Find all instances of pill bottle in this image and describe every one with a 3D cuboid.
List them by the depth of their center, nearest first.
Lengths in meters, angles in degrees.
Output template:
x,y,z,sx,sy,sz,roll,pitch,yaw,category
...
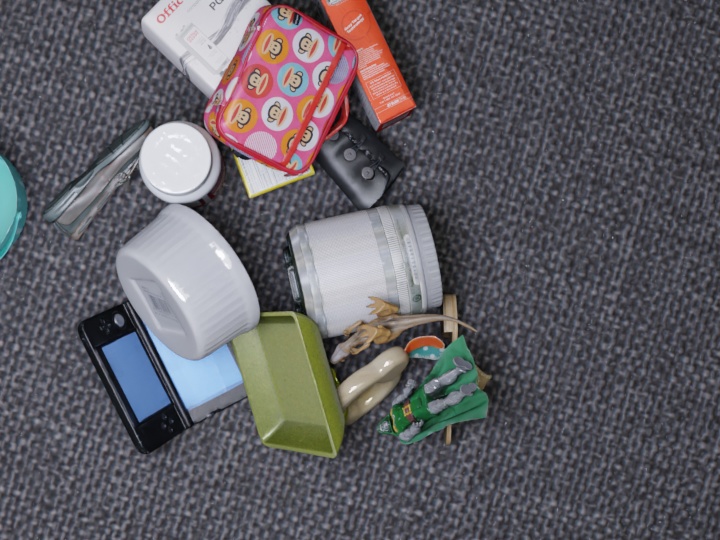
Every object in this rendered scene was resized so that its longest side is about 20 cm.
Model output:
x,y,z,sx,sy,sz,roll,pitch,yaw,category
-0.240,-0.142,1.605,0.108,0.200,0.111,0,89,-4,pill bottle

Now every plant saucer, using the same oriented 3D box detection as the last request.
x,y,z,sx,sy,sz,roll,pitch,yaw,category
-0.094,0.144,1.618,0.048,0.199,0.201,-21,100,-32,plant saucer

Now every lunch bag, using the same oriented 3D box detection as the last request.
x,y,z,sx,sy,sz,roll,pitch,yaw,category
-0.094,-0.232,1.578,0.175,0.082,0.201,26,88,-26,lunch bag

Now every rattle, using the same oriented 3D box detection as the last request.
x,y,z,sx,sy,sz,roll,pitch,yaw,category
0.006,0.116,1.669,0.200,0.130,0.143,-47,52,16,rattle

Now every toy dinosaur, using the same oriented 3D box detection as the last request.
x,y,z,sx,sy,sz,roll,pitch,yaw,category
0.043,0.071,1.579,0.198,0.106,0.061,-16,72,16,toy dinosaur

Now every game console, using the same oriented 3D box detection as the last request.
x,y,z,sx,sy,sz,roll,pitch,yaw,category
-0.265,0.123,1.648,0.116,0.176,0.201,-27,91,25,game console

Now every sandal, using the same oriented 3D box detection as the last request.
x,y,z,sx,sy,sz,roll,pitch,yaw,category
0.152,0.140,1.692,0.069,0.078,0.214,-1,84,-1,sandal

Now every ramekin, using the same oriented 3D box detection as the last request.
x,y,z,sx,sy,sz,roll,pitch,yaw,category
-0.233,0.022,1.574,0.098,0.200,0.201,-38,92,-26,ramekin

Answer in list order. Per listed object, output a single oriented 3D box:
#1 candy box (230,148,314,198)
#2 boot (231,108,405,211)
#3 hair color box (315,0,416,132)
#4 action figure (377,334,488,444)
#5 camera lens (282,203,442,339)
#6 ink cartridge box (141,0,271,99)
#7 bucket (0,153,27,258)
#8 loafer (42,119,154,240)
x,y,z,sx,sy,sz,roll,pitch,yaw,category
-0.146,-0.213,1.698,0.101,0.026,0.202,-20,91,-4,candy box
-0.057,-0.155,1.670,0.165,0.066,0.200,-46,104,-8,boot
0.006,-0.301,1.672,0.061,0.102,0.201,-27,92,-3,hair color box
0.088,0.185,1.647,0.054,0.200,0.119,9,56,-34,action figure
0.000,0.000,1.640,0.198,0.160,0.162,-12,90,-4,camera lens
-0.184,-0.317,1.643,0.200,0.083,0.147,43,83,-4,ink cartridge box
-0.553,-0.092,1.616,0.205,0.135,0.209,0,89,-3,bucket
-0.354,-0.127,1.672,0.200,0.072,0.063,-42,112,4,loafer
